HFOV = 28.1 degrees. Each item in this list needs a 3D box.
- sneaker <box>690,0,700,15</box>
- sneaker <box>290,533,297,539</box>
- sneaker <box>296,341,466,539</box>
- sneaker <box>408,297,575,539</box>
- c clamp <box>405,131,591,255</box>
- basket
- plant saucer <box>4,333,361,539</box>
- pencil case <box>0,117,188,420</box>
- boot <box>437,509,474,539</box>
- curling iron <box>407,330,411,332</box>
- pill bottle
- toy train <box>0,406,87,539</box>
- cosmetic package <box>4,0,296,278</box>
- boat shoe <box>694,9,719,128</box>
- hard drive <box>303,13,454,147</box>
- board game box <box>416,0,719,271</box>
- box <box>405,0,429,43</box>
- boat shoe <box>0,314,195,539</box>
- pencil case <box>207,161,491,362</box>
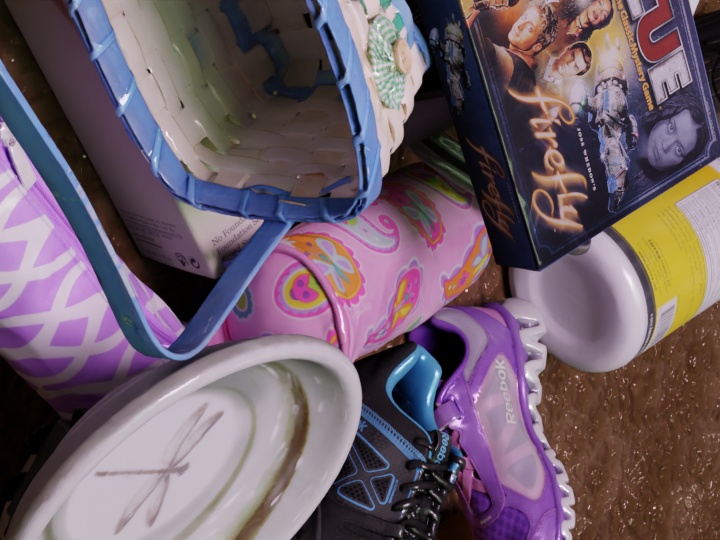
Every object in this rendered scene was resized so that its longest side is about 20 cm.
[{"bbox_3d":[0.168,-0.203,0.939,0.121,0.083,0.201,12,93,-54],"label":"sneaker"},{"bbox_3d":[-0.113,0.191,0.781,0.200,0.085,0.074,-40,171,-11],"label":"sneaker"},{"bbox_3d":[0.014,0.123,0.765,0.073,0.082,0.201,37,31,-41],"label":"sneaker"},{"bbox_3d":[0.072,0.105,0.891,0.088,0.080,0.201,13,57,-33],"label":"sneaker"},{"bbox_3d":[0.070,-0.079,0.860,0.200,0.171,0.027,28,120,-35],"label":"c clamp"},{"bbox_3d":[-0.064,-0.088,0.598,0.200,0.139,0.177,-50,131,-34],"label":"basket"},{"bbox_3d":[-0.090,0.097,0.658,0.200,0.050,0.201,-33,149,-23],"label":"plant saucer"},{"bbox_3d":[-0.150,-0.005,0.675,0.084,0.085,0.200,-84,151,-43],"label":"pencil case"},{"bbox_3d":[0.010,0.169,0.893,0.200,0.077,0.156,-34,118,-24],"label":"boot"},{"bbox_3d":[-0.030,0.056,0.847,0.200,0.026,0.050,-39,120,-30],"label":"curling iron"},{"bbox_3d":[0.204,-0.018,0.993,0.200,0.112,0.112,-28,119,-36],"label":"pill bottle"},{"bbox_3d":[-0.171,0.153,0.694,0.046,0.034,0.200,18,107,-47],"label":"toy train"},{"bbox_3d":[-0.096,-0.107,0.712,0.105,0.071,0.200,-44,127,-26],"label":"cosmetic package"},{"bbox_3d":[0.261,-0.122,0.988,0.200,0.075,0.074,-67,142,-62],"label":"boat shoe"},{"bbox_3d":[0.036,-0.147,0.787,0.200,0.042,0.135,-30,91,-50],"label":"hard drive"},{"bbox_3d":[0.094,-0.120,0.673,0.135,0.035,0.201,-31,113,-28],"label":"board game box"},{"bbox_3d":[0.071,-0.205,0.767,0.141,0.079,0.201,29,48,-36],"label":"box"},{"bbox_3d":[-0.103,0.090,0.762,0.200,0.059,0.072,-43,128,-28],"label":"boat shoe"},{"bbox_3d":[0.000,0.000,0.772,0.200,0.087,0.088,-32,123,-56],"label":"pencil case"}]
